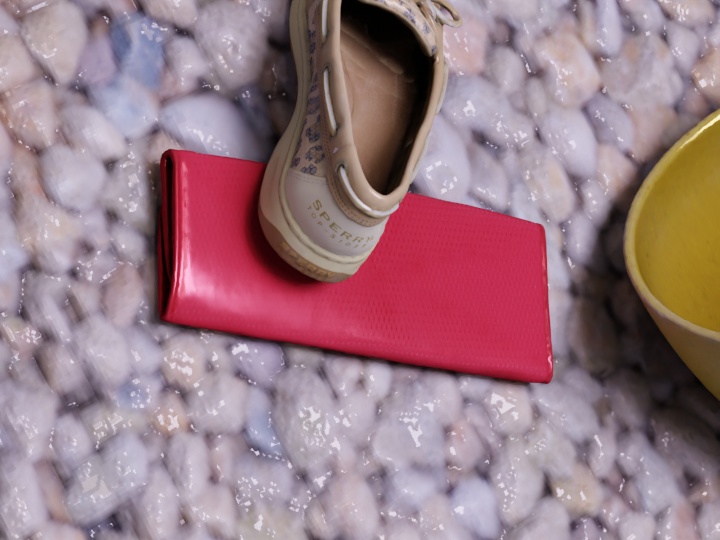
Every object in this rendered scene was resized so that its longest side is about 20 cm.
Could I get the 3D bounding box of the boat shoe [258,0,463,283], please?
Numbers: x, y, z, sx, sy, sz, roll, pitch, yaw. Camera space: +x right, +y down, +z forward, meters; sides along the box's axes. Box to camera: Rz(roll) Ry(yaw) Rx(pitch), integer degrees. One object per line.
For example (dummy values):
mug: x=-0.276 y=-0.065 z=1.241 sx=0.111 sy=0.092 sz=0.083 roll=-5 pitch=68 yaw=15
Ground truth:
boat shoe: x=0.009 y=-0.085 z=1.230 sx=0.073 sy=0.063 sz=0.201 roll=27 pitch=49 yaw=-22

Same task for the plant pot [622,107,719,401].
plant pot: x=0.236 y=0.018 z=1.311 sx=0.200 sy=0.199 sz=0.142 roll=-54 pitch=134 yaw=-35

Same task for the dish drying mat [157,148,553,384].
dish drying mat: x=0.000 y=0.000 z=1.235 sx=0.199 sy=0.018 sz=0.077 roll=11 pitch=68 yaw=-34
